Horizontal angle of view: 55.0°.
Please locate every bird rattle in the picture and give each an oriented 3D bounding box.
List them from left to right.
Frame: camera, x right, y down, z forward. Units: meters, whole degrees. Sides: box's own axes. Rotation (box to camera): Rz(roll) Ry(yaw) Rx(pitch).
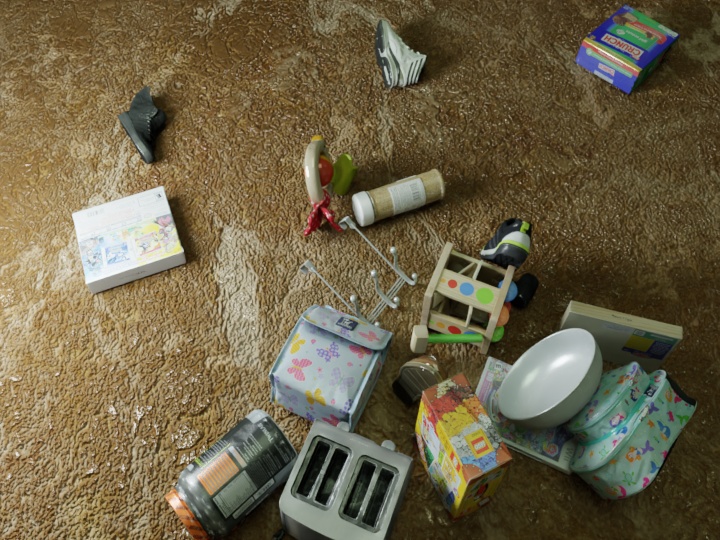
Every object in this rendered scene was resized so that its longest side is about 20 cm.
[{"bbox_3d":[-0.087,-0.181,1.432,0.109,0.166,0.203,1,44,22],"label":"bird rattle"}]

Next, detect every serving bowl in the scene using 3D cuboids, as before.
[{"bbox_3d":[0.326,0.193,1.159,0.066,0.199,0.201,47,62,-12],"label":"serving bowl"}]

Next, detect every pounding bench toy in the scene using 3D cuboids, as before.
[{"bbox_3d":[0.191,0.085,1.269,0.152,0.126,0.203,20,58,12],"label":"pounding bench toy"}]

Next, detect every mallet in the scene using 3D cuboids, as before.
[{"bbox_3d":[0.264,-0.002,1.384,0.198,0.042,0.066,36,62,26],"label":"mallet"}]

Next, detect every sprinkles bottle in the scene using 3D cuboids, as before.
[{"bbox_3d":[0.081,-0.154,1.461,0.195,0.069,0.069,-19,58,-13],"label":"sprinkles bottle"}]

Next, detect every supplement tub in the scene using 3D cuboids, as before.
[{"bbox_3d":[-0.203,0.330,1.101,0.198,0.124,0.122,-37,63,-23],"label":"supplement tub"}]

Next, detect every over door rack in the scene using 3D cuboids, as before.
[{"bbox_3d":[0.000,0.000,1.335,0.199,0.067,0.148,40,62,6],"label":"over door rack"}]

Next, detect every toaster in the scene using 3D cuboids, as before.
[{"bbox_3d":[-0.027,0.355,1.089,0.176,0.120,0.203,19,58,13],"label":"toaster"}]

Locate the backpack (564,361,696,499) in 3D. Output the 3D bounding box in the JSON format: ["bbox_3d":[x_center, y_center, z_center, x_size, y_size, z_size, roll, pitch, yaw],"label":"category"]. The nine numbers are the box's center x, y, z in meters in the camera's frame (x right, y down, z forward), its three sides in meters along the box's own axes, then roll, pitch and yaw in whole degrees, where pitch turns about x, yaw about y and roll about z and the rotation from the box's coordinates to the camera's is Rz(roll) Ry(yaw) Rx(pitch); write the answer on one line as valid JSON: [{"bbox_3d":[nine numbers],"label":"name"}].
[{"bbox_3d":[0.422,0.260,1.116,0.149,0.178,0.202,37,65,0],"label":"backpack"}]

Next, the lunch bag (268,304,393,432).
[{"bbox_3d":[-0.049,0.158,1.219,0.166,0.129,0.202,22,52,12],"label":"lunch bag"}]

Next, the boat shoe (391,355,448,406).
[{"bbox_3d":[0.107,0.172,1.165,0.068,0.200,0.072,-39,87,-21],"label":"boat shoe"}]

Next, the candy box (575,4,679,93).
[{"bbox_3d":[0.667,-0.556,1.732,0.168,0.078,0.199,40,65,22],"label":"candy box"}]

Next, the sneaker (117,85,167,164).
[{"bbox_3d":[-0.485,-0.334,1.580,0.103,0.061,0.201,-31,58,-14],"label":"sneaker"}]

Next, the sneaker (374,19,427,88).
[{"bbox_3d":[0.103,-0.540,1.728,0.112,0.076,0.206,-4,64,-14],"label":"sneaker"}]

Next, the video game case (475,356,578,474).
[{"bbox_3d":[0.296,0.252,1.222,0.195,0.018,0.145,22,58,13],"label":"video game case"}]

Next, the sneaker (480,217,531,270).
[{"bbox_3d":[0.281,-0.052,1.285,0.070,0.200,0.085,22,85,-4],"label":"sneaker"}]

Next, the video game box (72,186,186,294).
[{"bbox_3d":[-0.471,-0.066,1.410,0.195,0.047,0.185,-18,56,-12],"label":"video game box"}]

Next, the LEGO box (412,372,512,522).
[{"bbox_3d":[0.153,0.283,1.091,0.075,0.202,0.151,-20,57,-15],"label":"LEGO box"}]

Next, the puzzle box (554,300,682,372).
[{"bbox_3d":[0.456,0.121,1.243,0.194,0.135,0.026,14,57,8],"label":"puzzle box"}]
